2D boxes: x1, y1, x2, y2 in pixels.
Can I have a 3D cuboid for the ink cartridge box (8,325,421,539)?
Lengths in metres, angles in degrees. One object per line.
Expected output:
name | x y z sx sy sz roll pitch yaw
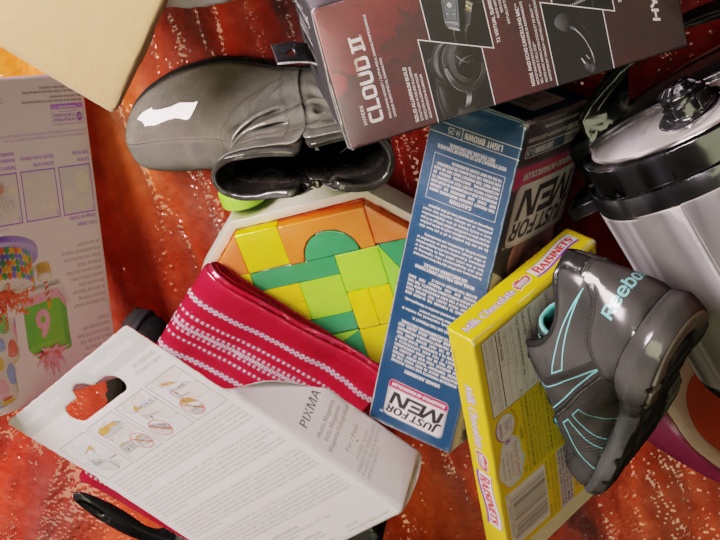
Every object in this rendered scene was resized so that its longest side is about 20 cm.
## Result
ink cartridge box | -0.088 0.102 0.847 0.200 0.057 0.162 40 136 -16

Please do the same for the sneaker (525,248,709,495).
sneaker | 0.133 0.054 0.771 0.079 0.075 0.201 34 153 19

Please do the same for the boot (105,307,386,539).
boot | -0.072 0.116 0.972 0.198 0.066 0.166 14 128 12

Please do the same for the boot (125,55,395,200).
boot | -0.068 -0.081 0.843 0.198 0.131 0.068 -7 114 16

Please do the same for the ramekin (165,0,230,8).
ramekin | -0.098 -0.242 0.795 0.200 0.094 0.205 5 116 10

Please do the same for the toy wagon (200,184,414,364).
toy wagon | 0.000 0.000 0.905 0.198 0.040 0.156 -12 120 12

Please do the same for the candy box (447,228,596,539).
candy box | 0.105 0.081 0.828 0.026 0.102 0.201 28 144 38

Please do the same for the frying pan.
frying pan | -0.127 0.217 1.037 0.188 0.031 0.115 23 138 -3

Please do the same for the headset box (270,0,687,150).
headset box | 0.050 -0.137 0.746 0.198 0.149 0.078 -16 110 -1

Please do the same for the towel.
towel | -0.085 0.103 0.927 0.144 0.023 0.201 31 116 -6

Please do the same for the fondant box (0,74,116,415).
fondant box | -0.226 -0.017 0.871 0.058 0.144 0.203 -4 97 31

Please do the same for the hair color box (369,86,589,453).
hair color box | 0.070 -0.007 0.821 0.060 0.100 0.202 22 115 25

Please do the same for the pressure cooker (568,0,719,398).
pressure cooker | 0.220 -0.050 0.759 0.175 0.179 0.201 -36 102 -9

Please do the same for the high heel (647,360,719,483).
high heel | 0.163 0.079 0.915 0.200 0.068 0.096 45 135 -8

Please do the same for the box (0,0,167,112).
box | -0.165 -0.210 0.761 0.162 0.021 0.201 30 119 -2
